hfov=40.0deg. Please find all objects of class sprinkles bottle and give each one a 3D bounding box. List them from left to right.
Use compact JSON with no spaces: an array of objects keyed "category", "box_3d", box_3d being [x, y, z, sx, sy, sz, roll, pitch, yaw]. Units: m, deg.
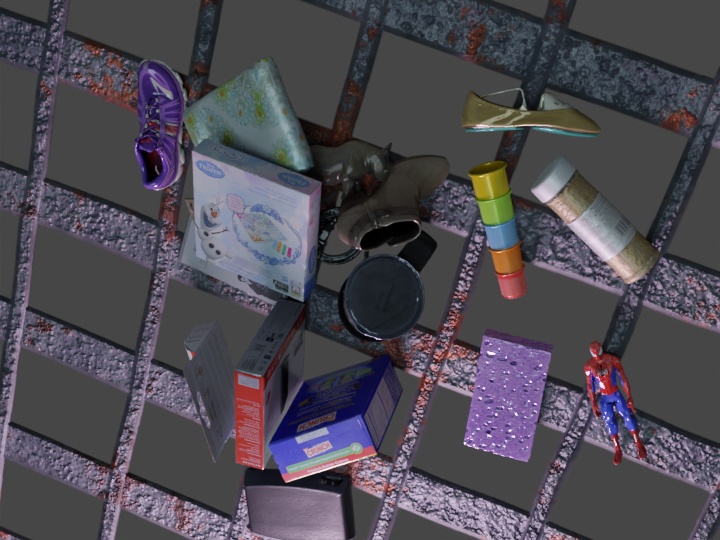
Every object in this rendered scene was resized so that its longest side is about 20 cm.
[{"category":"sprinkles bottle","box_3d":[0.335,-0.072,1.410,0.200,0.068,0.068,44,116,-4]}]

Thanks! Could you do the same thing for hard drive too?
[{"category":"hard drive","box_3d":[-0.110,0.419,1.743,0.196,0.042,0.138,1,111,15]}]

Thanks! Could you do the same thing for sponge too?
[{"category":"sponge","box_3d":[0.233,0.199,1.567,0.109,0.030,0.204,12,114,11]}]

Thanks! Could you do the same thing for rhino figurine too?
[{"category":"rhino figurine","box_3d":[-0.017,-0.150,1.484,0.196,0.060,0.089,-4,107,15]}]

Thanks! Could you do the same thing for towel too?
[{"category":"towel","box_3d":[-0.170,-0.199,1.479,0.198,0.048,0.174,-21,96,38]}]

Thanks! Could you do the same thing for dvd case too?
[{"category":"dvd case","box_3d":[-0.188,-0.043,1.594,0.197,0.025,0.152,24,115,6]}]

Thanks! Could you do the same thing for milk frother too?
[{"category":"milk frother","box_3d":[0.000,0.000,1.463,0.197,0.188,0.184,22,83,-2]}]

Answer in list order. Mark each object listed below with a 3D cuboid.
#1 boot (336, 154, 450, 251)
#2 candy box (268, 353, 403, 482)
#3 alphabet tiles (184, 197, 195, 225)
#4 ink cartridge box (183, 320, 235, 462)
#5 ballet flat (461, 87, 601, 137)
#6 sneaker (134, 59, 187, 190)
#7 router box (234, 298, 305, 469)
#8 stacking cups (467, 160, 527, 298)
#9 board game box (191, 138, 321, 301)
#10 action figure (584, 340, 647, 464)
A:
[{"category":"boot","box_3d":[0.058,-0.090,1.402,0.197,0.147,0.071,-26,119,-3]},{"category":"candy box","box_3d":[-0.035,0.229,1.560,0.167,0.200,0.078,-20,105,22]},{"category":"alphabet tiles","box_3d":[-0.178,-0.065,1.527,0.197,0.006,0.169,5,128,30]},{"category":"ink cartridge box","box_3d":[-0.251,0.194,1.607,0.056,0.200,0.165,-11,107,17]},{"category":"ballet flat","box_3d":[0.238,-0.222,1.383,0.196,0.069,0.064,5,98,13]},{"category":"sneaker","box_3d":[-0.313,-0.222,1.527,0.079,0.084,0.204,4,111,14]},{"category":"router box","box_3d":[-0.140,0.175,1.557,0.048,0.201,0.182,11,123,11]},{"category":"stacking cups","box_3d":[0.206,-0.055,1.457,0.059,0.061,0.204,-8,108,18]},{"category":"board game box","box_3d":[-0.156,-0.074,1.470,0.197,0.044,0.202,22,134,17]},{"category":"action figure","box_3d":[0.387,0.200,1.516,0.064,0.052,0.203,-15,104,24]}]
